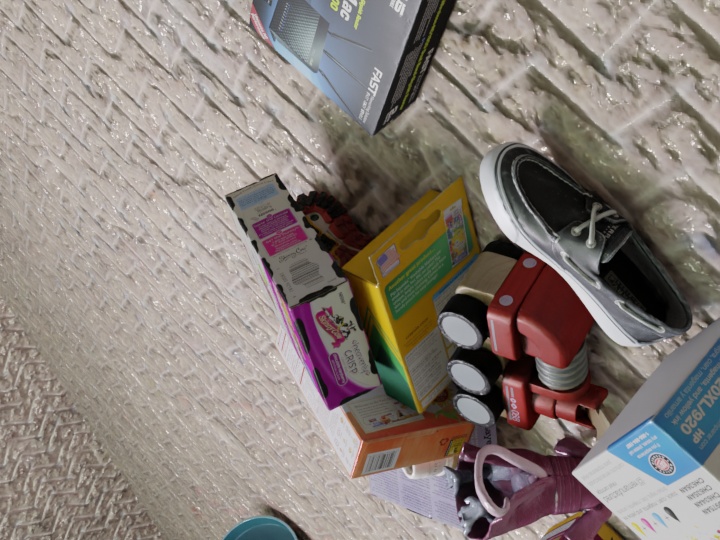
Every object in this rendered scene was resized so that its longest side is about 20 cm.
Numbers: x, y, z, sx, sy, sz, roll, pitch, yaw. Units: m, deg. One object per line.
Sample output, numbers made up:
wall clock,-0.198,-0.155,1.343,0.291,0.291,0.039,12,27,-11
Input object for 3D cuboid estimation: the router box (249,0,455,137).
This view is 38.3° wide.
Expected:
router box,-0.006,-0.218,0.802,0.150,0.062,0.200,42,154,10

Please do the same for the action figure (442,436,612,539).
action figure,0.184,0.196,0.985,0.149,0.199,0.134,101,166,-55

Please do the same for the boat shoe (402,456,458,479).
boat shoe,0.023,0.150,1.123,0.200,0.069,0.071,42,131,42

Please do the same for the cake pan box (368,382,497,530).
cake pan box,0.072,0.181,1.166,0.200,0.052,0.185,4,100,55

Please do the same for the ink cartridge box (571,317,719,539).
ink cartridge box,0.292,0.152,0.750,0.200,0.145,0.147,43,154,9

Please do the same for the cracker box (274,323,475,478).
cracker box,0.012,0.113,1.067,0.200,0.133,0.058,56,141,42

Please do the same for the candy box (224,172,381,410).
candy box,-0.056,0.016,0.984,0.200,0.061,0.137,54,166,48

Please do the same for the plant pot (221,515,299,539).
plant pot,-0.179,0.638,2.158,0.200,0.200,0.188,28,164,36

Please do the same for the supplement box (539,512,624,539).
supplement box,0.207,0.376,1.138,0.103,0.200,0.131,44,156,9

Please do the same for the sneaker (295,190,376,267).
sneaker,0.000,0.000,1.100,0.200,0.078,0.082,47,161,26

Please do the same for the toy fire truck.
toy fire truck,0.174,0.092,0.904,0.199,0.129,0.176,18,142,29

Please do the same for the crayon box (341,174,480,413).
crayon box,0.057,0.018,0.960,0.051,0.126,0.201,25,146,40

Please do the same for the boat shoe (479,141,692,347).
boat shoe,0.173,-0.022,0.781,0.200,0.072,0.068,49,157,-8
